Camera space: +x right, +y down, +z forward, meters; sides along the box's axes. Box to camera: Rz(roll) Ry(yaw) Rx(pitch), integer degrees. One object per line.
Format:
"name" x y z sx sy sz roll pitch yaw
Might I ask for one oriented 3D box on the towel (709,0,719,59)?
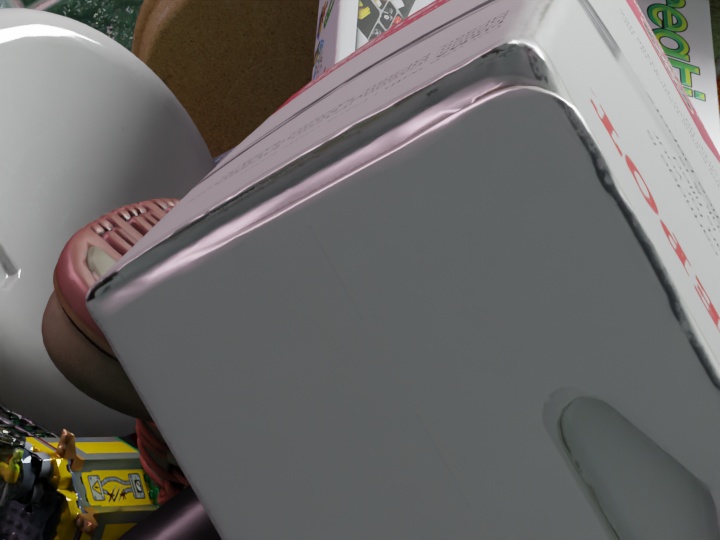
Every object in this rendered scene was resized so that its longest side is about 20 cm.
"towel" 0.089 -0.106 1.065 0.200 0.147 0.037 85 -158 -76

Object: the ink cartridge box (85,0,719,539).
"ink cartridge box" 0.038 0.026 0.484 0.084 0.146 0.200 -28 7 11

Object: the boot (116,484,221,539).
"boot" -0.074 0.085 0.561 0.199 0.165 0.066 -30 44 7

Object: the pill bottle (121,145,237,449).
"pill bottle" 0.000 0.000 0.933 0.199 0.120 0.120 -26 9 42

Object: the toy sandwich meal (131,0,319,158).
"toy sandwich meal" 0.008 -0.063 1.014 0.205 0.205 0.070 -25 20 42

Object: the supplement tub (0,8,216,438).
"supplement tub" -0.154 0.011 0.901 0.199 0.146 0.145 -25 9 41

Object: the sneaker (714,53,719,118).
"sneaker" 0.185 -0.076 0.876 0.200 0.073 0.077 -38 19 -26

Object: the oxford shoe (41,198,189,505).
"oxford shoe" -0.027 0.034 0.646 0.075 0.070 0.200 -50 -23 10

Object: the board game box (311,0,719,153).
"board game box" 0.048 -0.058 0.824 0.201 0.125 0.035 -87 15 -48

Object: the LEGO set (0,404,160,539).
"LEGO set" -0.163 0.078 0.733 0.116 0.200 0.155 4 -63 -54
